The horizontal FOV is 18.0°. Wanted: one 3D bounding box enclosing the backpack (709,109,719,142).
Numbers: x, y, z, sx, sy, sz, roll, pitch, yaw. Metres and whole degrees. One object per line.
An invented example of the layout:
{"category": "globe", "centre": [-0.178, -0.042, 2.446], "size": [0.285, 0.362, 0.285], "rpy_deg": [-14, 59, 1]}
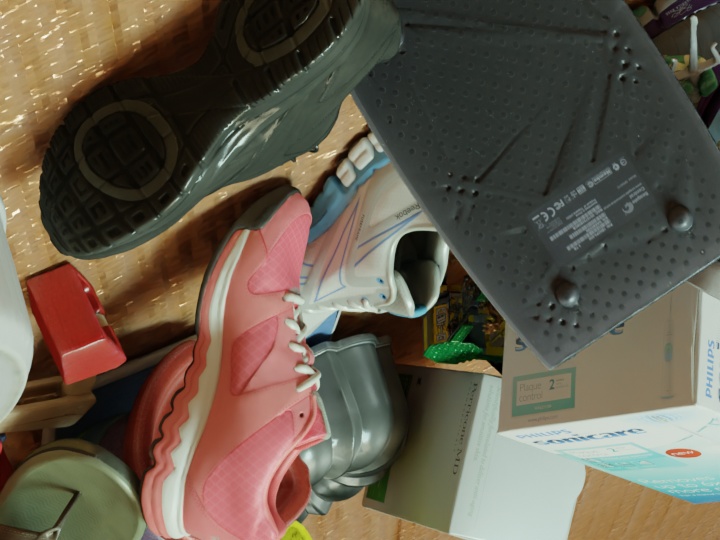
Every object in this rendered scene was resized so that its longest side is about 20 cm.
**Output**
{"category": "backpack", "centre": [0.296, -0.059, 1.374], "size": [0.182, 0.201, 0.147], "rpy_deg": [-13, 154, -40]}

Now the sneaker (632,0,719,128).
{"category": "sneaker", "centre": [0.145, -0.086, 1.264], "size": [0.199, 0.088, 0.074], "rpy_deg": [-32, 160, 6]}

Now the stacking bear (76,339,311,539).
{"category": "stacking bear", "centre": [-0.145, 0.145, 1.360], "size": [0.199, 0.122, 0.114], "rpy_deg": [-31, -170, 43]}

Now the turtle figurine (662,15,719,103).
{"category": "turtle figurine", "centre": [0.117, -0.077, 1.195], "size": [0.149, 0.100, 0.201], "rpy_deg": [-28, 127, -26]}

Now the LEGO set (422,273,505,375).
{"category": "LEGO set", "centre": [0.112, -0.023, 1.391], "size": [0.152, 0.117, 0.200], "rpy_deg": [1, 156, -5]}

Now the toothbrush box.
{"category": "toothbrush box", "centre": [0.198, 0.071, 1.338], "size": [0.146, 0.086, 0.199], "rpy_deg": [-11, 155, 42]}

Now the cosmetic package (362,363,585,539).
{"category": "cosmetic package", "centre": [0.075, 0.123, 1.503], "size": [0.084, 0.109, 0.200], "rpy_deg": [14, 174, -14]}

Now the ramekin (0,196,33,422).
{"category": "ramekin", "centre": [-0.240, 0.038, 1.027], "size": [0.201, 0.095, 0.203], "rpy_deg": [-25, 160, -10]}

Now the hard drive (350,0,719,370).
{"category": "hard drive", "centre": [0.084, -0.070, 1.082], "size": [0.134, 0.201, 0.042], "rpy_deg": [-34, -177, 13]}

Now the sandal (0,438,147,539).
{"category": "sandal", "centre": [-0.189, 0.165, 1.262], "size": [0.201, 0.080, 0.058], "rpy_deg": [-39, -159, 28]}

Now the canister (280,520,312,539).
{"category": "canister", "centre": [-0.127, 0.235, 1.411], "size": [0.199, 0.087, 0.149], "rpy_deg": [-20, -176, 14]}

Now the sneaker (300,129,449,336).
{"category": "sneaker", "centre": [0.000, 0.000, 1.278], "size": [0.075, 0.087, 0.200], "rpy_deg": [-13, 155, -39]}

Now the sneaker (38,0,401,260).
{"category": "sneaker", "centre": [-0.060, -0.066, 1.046], "size": [0.199, 0.076, 0.091], "rpy_deg": [-35, 156, 17]}

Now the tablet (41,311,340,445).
{"category": "tablet", "centre": [-0.103, 0.066, 1.400], "size": [0.199, 0.014, 0.130], "rpy_deg": [-21, 159, -20]}

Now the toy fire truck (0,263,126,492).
{"category": "toy fire truck", "centre": [-0.196, 0.080, 1.252], "size": [0.140, 0.049, 0.200], "rpy_deg": [-25, 159, -11]}

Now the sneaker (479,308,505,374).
{"category": "sneaker", "centre": [0.142, 0.020, 1.558], "size": [0.199, 0.075, 0.077], "rpy_deg": [-20, 152, -53]}

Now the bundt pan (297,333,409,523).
{"category": "bundt pan", "centre": [-0.053, 0.122, 1.484], "size": [0.201, 0.076, 0.202], "rpy_deg": [-24, 165, -7]}

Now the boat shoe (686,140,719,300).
{"category": "boat shoe", "centre": [0.201, -0.034, 1.171], "size": [0.066, 0.072, 0.200], "rpy_deg": [-67, 170, 20]}

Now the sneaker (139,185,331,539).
{"category": "sneaker", "centre": [-0.049, 0.057, 1.233], "size": [0.074, 0.086, 0.202], "rpy_deg": [17, 90, -76]}
